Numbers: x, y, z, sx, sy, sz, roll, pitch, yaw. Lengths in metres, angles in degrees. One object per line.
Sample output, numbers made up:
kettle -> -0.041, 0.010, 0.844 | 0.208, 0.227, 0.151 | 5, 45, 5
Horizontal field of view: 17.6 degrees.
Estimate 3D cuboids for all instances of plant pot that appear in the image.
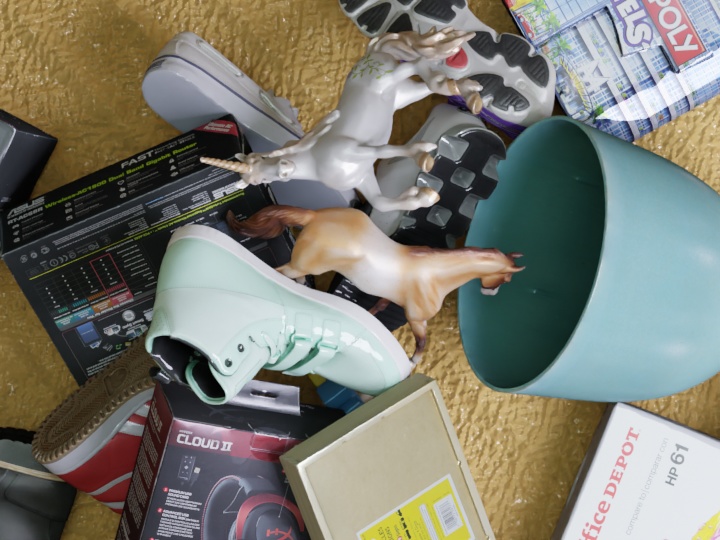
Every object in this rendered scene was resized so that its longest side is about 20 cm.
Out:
plant pot -> 0.189, 0.004, 1.682 | 0.160, 0.200, 0.202 | 13, 90, -25

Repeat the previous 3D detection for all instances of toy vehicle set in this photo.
toy vehicle set -> 0.031, 0.190, 1.662 | 0.124, 0.026, 0.201 | -29, 111, -23

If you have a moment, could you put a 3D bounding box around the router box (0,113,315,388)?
router box -> -0.150, -0.009, 1.734 | 0.199, 0.062, 0.150 | -22, 125, 4

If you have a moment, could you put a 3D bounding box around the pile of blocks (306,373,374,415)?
pile of blocks -> 0.026, 0.116, 1.747 | 0.062, 0.082, 0.200 | -38, 86, 3

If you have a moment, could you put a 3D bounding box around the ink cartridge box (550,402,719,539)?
ink cartridge box -> 0.251, 0.197, 1.728 | 0.199, 0.085, 0.145 | 22, 91, 5

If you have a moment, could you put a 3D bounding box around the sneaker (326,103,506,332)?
sneaker -> 0.032, -0.036, 1.747 | 0.074, 0.089, 0.200 | 29, 104, -31

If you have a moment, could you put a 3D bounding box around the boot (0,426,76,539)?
boot -> -0.321, 0.184, 1.779 | 0.199, 0.077, 0.139 | 11, 95, 5

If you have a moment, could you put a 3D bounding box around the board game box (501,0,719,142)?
board game box -> 0.213, -0.216, 1.748 | 0.199, 0.062, 0.201 | -29, 87, 4

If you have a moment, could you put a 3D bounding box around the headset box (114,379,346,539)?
headset box -> -0.091, 0.173, 1.682 | 0.148, 0.075, 0.201 | 10, 108, -18

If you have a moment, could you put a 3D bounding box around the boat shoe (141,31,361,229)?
boat shoe -> -0.073, -0.107, 1.762 | 0.200, 0.071, 0.070 | 37, 48, -13

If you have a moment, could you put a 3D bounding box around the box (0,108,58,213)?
box -> -0.353, -0.093, 1.744 | 0.199, 0.149, 0.125 | 28, 93, 4

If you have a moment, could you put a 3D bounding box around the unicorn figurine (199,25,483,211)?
unicorn figurine -> 0.000, -0.098, 1.658 | 0.137, 0.074, 0.200 | 13, 46, 26

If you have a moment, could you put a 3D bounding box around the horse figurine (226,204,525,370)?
horse figurine -> 0.000, 0.000, 1.663 | 0.199, 0.133, 0.050 | 26, 48, -11

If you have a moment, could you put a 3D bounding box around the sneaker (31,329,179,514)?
sneaker -> -0.136, 0.106, 1.737 | 0.200, 0.071, 0.112 | -35, 128, 12

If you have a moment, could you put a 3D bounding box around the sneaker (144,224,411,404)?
sneaker -> -0.063, 0.065, 1.630 | 0.200, 0.074, 0.119 | 29, 50, -15

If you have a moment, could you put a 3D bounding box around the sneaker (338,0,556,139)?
sneaker -> 0.060, -0.162, 1.755 | 0.081, 0.084, 0.200 | -42, 71, -16
